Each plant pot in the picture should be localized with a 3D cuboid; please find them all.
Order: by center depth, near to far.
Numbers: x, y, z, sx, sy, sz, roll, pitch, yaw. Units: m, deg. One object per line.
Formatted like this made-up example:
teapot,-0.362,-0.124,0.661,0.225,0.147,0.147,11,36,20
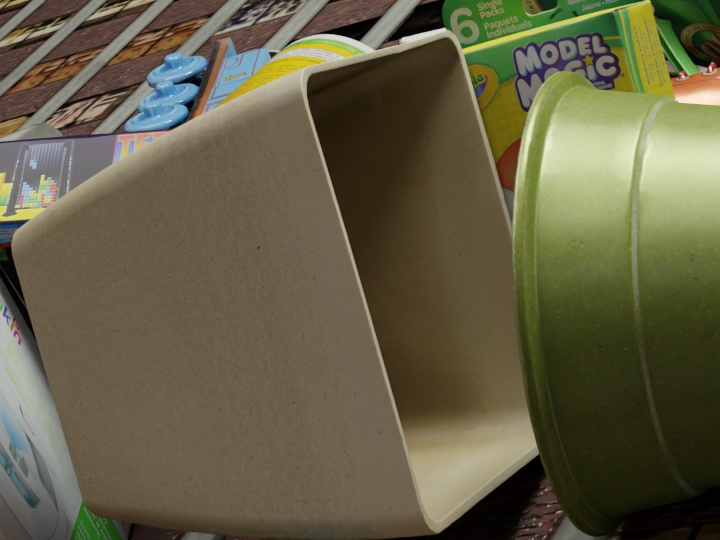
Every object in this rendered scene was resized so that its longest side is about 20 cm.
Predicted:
plant pot,0.183,0.007,1.090,0.189,0.201,0.200,-4,28,20
plant pot,-0.039,0.019,1.188,0.176,0.201,0.200,-15,4,23

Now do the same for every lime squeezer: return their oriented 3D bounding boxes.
lime squeezer,0.181,-0.048,1.350,0.038,0.070,0.201,126,158,-55

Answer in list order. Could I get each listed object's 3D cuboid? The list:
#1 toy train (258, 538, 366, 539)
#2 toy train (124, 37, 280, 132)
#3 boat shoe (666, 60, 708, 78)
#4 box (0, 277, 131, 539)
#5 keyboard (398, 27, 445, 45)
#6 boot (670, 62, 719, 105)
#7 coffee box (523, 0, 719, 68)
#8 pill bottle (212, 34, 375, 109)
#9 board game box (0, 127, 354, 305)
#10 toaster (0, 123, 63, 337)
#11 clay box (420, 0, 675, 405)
toy train,-0.047,0.169,1.145,0.150,0.056,0.200,-35,19,-16
toy train,-0.092,-0.101,1.804,0.114,0.087,0.200,-14,21,10
boat shoe,0.139,-0.074,1.467,0.199,0.072,0.060,1,49,46
box,-0.206,0.102,1.286,0.096,0.201,0.177,-22,20,12
keyboard,0.119,-0.142,1.529,0.199,0.127,0.021,-14,48,-9
boot,0.145,-0.067,1.320,0.199,0.075,0.107,23,61,19
coffee box,0.188,-0.140,1.429,0.199,0.123,0.044,6,59,32
pill bottle,-0.052,-0.057,1.577,0.111,0.111,0.200,-13,19,33
board game box,-0.079,-0.007,1.366,0.199,0.166,0.057,-3,58,14
toaster,-0.219,0.027,1.485,0.118,0.200,0.181,-18,21,35
clay box,0.100,-0.044,1.251,0.115,0.201,0.048,-14,5,33
